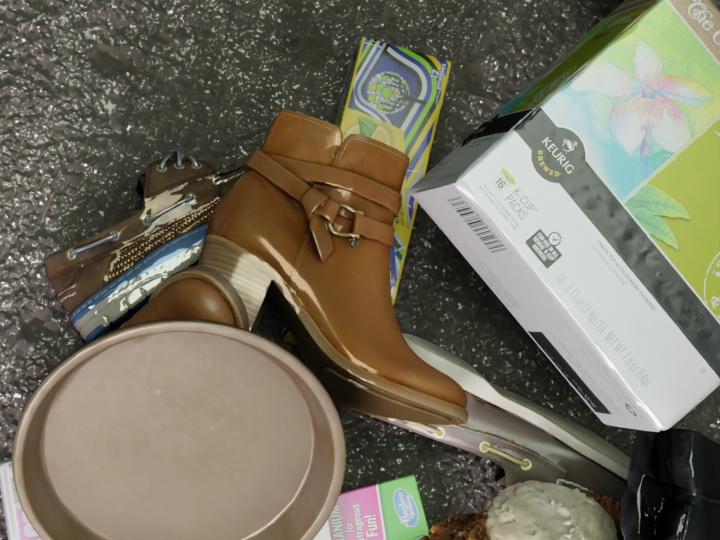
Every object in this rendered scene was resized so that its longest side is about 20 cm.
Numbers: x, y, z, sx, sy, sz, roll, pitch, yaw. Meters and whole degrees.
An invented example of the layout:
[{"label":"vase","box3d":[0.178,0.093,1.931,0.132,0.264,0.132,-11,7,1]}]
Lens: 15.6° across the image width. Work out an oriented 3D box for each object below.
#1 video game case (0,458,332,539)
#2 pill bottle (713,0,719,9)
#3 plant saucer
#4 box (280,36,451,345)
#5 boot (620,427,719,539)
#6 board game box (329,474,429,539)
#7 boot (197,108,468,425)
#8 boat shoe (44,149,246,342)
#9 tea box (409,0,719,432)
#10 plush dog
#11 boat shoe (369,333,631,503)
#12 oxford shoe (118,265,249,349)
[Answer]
[{"label":"video game case","box3d":[-0.117,0.172,1.641,0.199,0.018,0.144,-9,93,-12]},{"label":"pill bottle","box3d":[0.232,-0.077,1.757,0.113,0.114,0.201,0,80,-11]},{"label":"plant saucer","box3d":[-0.108,0.109,1.576,0.199,0.030,0.201,-2,122,-3]},{"label":"box","box3d":[0.003,-0.045,1.730,0.064,0.070,0.201,14,78,-5]},{"label":"boot","box3d":[0.228,0.192,1.667,0.065,0.200,0.166,-12,72,22]},{"label":"board game box","box3d":[-0.043,0.229,1.688,0.199,0.040,0.154,-14,83,-13]},{"label":"boot","box3d":[0.000,0.000,1.656,0.199,0.077,0.156,24,72,0]},{"label":"boat shoe","box3d":[-0.115,-0.038,1.706,0.200,0.072,0.072,-37,87,-14]},{"label":"tea box","box3d":[0.175,-0.039,1.615,0.197,0.134,0.200,-42,97,-9]},{"label":"plush dog","box3d":[0.120,0.215,1.642,0.199,0.160,0.173,-2,69,-37]},{"label":"boat shoe","box3d":[0.100,0.113,1.723,0.199,0.072,0.060,29,94,-10]},{"label":"oxford shoe","box3d":[-0.133,0.064,1.613,0.071,0.200,0.071,51,47,4]}]
